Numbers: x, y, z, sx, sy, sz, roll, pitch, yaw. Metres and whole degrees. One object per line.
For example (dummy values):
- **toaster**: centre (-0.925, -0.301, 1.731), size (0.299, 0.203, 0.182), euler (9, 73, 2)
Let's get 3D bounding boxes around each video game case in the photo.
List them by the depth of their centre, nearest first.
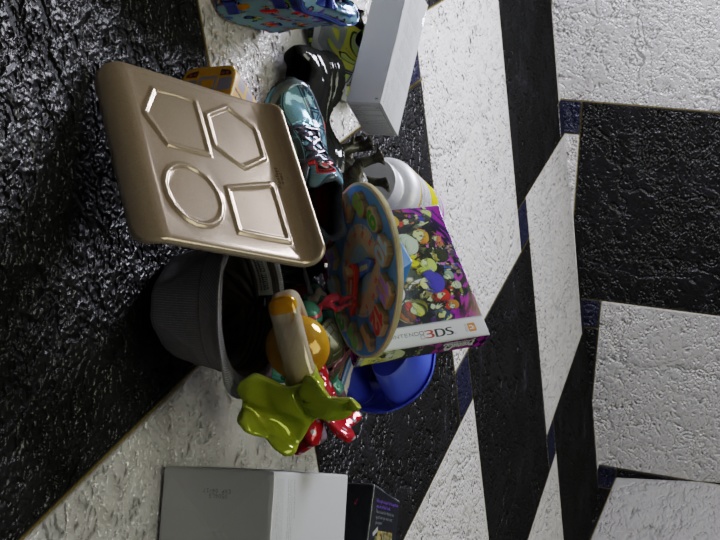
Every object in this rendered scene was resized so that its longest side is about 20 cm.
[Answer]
- **video game case**: centre (0.047, 0.015, 1.417), size (0.036, 0.181, 0.200), euler (119, -42, -54)

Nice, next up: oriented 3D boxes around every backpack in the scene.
- **backpack**: centre (-0.042, -0.339, 1.223), size (0.183, 0.200, 0.135), euler (-8, 97, -71)

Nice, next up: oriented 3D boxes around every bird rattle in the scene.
- **bird rattle**: centre (-0.048, 0.098, 1.103), size (0.200, 0.113, 0.163), euler (11, 66, -79)

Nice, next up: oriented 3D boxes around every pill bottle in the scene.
- **pill bottle**: centre (0.047, -0.098, 1.601), size (0.200, 0.104, 0.104), euler (31, 61, -67)

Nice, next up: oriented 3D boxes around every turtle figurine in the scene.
- **turtle figurine**: centre (-0.062, 0.093, 1.264), size (0.150, 0.101, 0.200), euler (-37, 131, -36)

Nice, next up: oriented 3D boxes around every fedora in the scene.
- **fedora**: centre (-0.143, 0.034, 1.090), size (0.200, 0.090, 0.177), euler (-20, 110, -75)

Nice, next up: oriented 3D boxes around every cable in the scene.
- **cable**: centre (-0.097, 0.009, 1.317), size (0.200, 0.050, 0.097), euler (-5, 97, -59)

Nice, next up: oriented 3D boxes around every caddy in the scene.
- **caddy**: centre (0.029, 0.088, 1.490), size (0.105, 0.141, 0.200), euler (56, 39, -56)

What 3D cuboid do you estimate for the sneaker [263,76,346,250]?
- **sneaker**: centre (-0.051, -0.121, 1.273), size (0.079, 0.095, 0.200), euler (-18, 104, -30)

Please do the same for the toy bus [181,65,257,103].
- **toy bus**: centre (-0.125, -0.121, 1.185), size (0.200, 0.065, 0.078), euler (58, 35, -54)

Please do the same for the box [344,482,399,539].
- **box**: centre (-0.034, 0.358, 1.334), size (0.106, 0.122, 0.200), euler (49, 44, -59)

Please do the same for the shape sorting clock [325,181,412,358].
- **shape sorting clock**: centre (0.000, 0.000, 1.277), size (0.039, 0.200, 0.200), euler (-6, 97, -27)

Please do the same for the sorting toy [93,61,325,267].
- **sorting toy**: centre (-0.137, -0.090, 1.015), size (0.200, 0.036, 0.185), euler (6, 56, -43)

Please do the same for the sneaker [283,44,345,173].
- **sneaker**: centre (-0.069, -0.176, 1.353), size (0.091, 0.076, 0.200), euler (14, 72, -58)

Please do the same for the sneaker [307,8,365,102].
- **sneaker**: centre (-0.006, -0.282, 1.502), size (0.200, 0.076, 0.076), euler (44, 47, -65)

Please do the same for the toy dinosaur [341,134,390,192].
- **toy dinosaur**: centre (-0.027, -0.126, 1.407), size (0.077, 0.102, 0.200), euler (82, -17, -59)

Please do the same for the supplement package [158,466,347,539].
- **supplement package**: centre (-0.104, 0.263, 1.146), size (0.200, 0.121, 0.120), euler (27, 64, -67)

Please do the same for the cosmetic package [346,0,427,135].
- **cosmetic package**: centre (0.035, -0.279, 1.432), size (0.083, 0.051, 0.200), euler (57, 43, -62)

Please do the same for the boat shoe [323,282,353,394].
- **boat shoe**: centre (-0.037, 0.084, 1.408), size (0.072, 0.072, 0.200), euler (53, 41, -56)
